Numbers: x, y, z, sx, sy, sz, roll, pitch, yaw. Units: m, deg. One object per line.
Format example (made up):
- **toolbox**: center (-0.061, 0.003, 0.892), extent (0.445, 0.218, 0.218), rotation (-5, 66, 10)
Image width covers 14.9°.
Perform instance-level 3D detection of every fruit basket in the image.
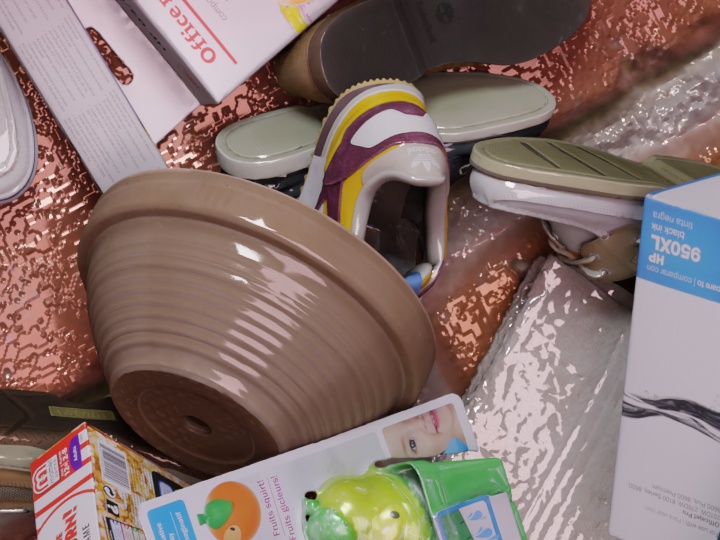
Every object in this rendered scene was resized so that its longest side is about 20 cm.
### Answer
- **fruit basket**: center (0.001, 0.176, 1.396), extent (0.199, 0.094, 0.186), rotation (-16, 88, -36)

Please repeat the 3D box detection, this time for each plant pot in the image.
- **plant pot**: center (-0.068, 0.044, 1.439), extent (0.200, 0.201, 0.093), rotation (34, 58, -12)

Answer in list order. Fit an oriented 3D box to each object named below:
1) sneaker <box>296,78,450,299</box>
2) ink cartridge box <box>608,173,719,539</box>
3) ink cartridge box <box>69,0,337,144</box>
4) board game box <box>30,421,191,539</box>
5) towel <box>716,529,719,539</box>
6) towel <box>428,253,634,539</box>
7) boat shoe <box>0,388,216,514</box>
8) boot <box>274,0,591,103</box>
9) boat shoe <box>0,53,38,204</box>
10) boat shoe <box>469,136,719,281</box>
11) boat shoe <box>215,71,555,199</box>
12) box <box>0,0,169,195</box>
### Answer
- **sneaker**: center (0.000, 0.000, 1.467), extent (0.074, 0.090, 0.201), rotation (-2, 130, -17)
- **ink cartridge box**: center (0.217, 0.051, 1.520), extent (0.144, 0.084, 0.201), rotation (-15, 116, -49)
- **ink cartridge box**: center (-0.075, -0.170, 1.503), extent (0.200, 0.068, 0.115), rotation (-42, 100, -7)
- **board game box**: center (-0.082, 0.187, 1.444), extent (0.046, 0.152, 0.200), rotation (-36, 131, 23)
- **towel**: center (0.252, 0.118, 1.506), extent (0.200, 0.022, 0.148), rotation (-1, 107, -56)
- **towel**: center (0.115, 0.101, 1.580), extent (0.132, 0.034, 0.201), rotation (30, 85, -11)
- **boat shoe**: center (-0.136, 0.114, 1.513), extent (0.199, 0.072, 0.077), rotation (9, 116, -14)
- **boot**: center (0.040, -0.140, 1.537), extent (0.199, 0.075, 0.074), rotation (-20, 98, -30)
- **boat shoe**: center (-0.230, -0.126, 1.468), extent (0.071, 0.070, 0.201), rotation (-25, 98, -11)
- **boat shoe**: center (0.140, -0.028, 1.535), extent (0.199, 0.075, 0.069), rotation (7, 110, -34)
- **boat shoe**: center (0.016, -0.060, 1.533), extent (0.198, 0.075, 0.066), rotation (-15, 124, -23)
- **box**: center (-0.147, -0.088, 1.488), extent (0.041, 0.039, 0.201), rotation (-33, 109, -5)
